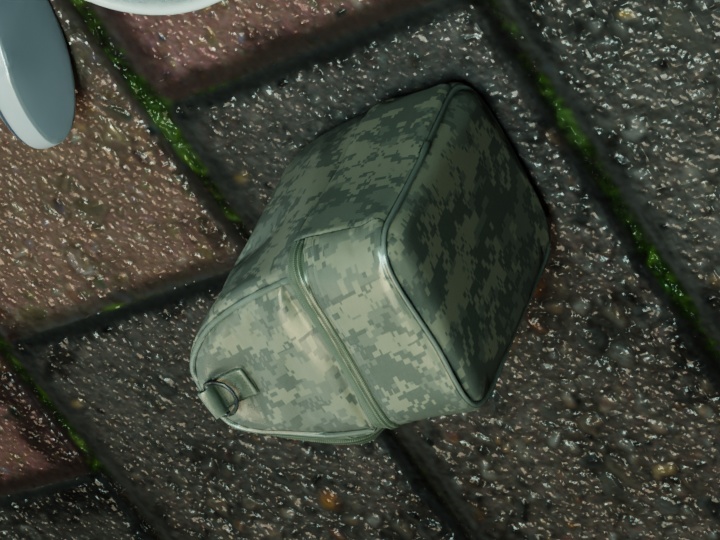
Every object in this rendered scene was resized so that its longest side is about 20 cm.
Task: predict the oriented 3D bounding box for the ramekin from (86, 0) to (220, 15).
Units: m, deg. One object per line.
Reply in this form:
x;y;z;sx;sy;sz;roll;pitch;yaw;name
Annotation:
-0.114;-0.248;1.222;0.198;0.105;0.201;13;133;14;ramekin

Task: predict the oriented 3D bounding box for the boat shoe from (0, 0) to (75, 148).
-0.248;-0.159;1.385;0.085;0.075;0.203;-9;123;30;boat shoe

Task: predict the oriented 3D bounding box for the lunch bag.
0.000;0.000;1.328;0.167;0.201;0.140;-14;120;29;lunch bag
